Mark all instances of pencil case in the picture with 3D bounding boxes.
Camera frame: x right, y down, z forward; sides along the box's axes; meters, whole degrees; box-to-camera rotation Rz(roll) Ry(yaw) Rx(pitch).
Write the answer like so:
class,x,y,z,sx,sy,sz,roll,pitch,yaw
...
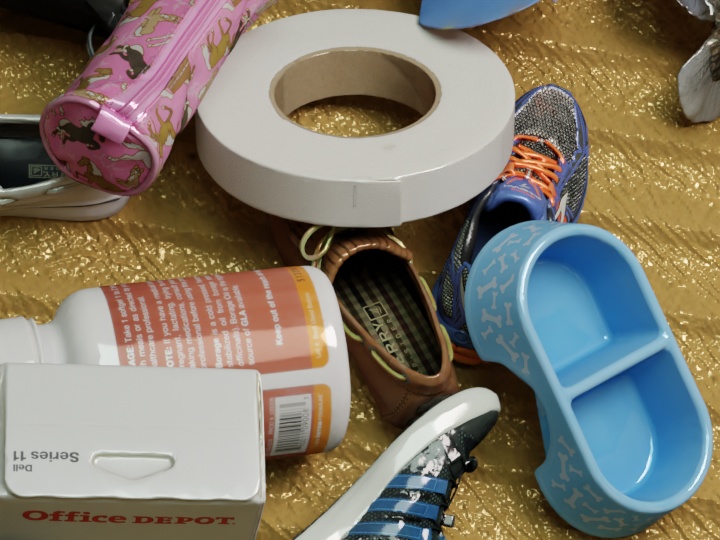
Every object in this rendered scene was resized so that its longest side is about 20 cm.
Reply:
class,x,y,z,sx,sy,sz,roll,pitch,yaw
pencil case,-0.116,-0.132,1.716,0.083,0.087,0.200,14,51,24

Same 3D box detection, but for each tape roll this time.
class,x,y,z,sx,sy,sz,roll,pitch,yaw
tape roll,-0.003,-0.096,1.761,0.202,0.037,0.203,1,36,0

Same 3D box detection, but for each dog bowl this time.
class,x,y,z,sx,sy,sz,roll,pitch,yaw
dog bowl,0.141,0.061,1.696,0.111,0.050,0.200,-26,94,-29

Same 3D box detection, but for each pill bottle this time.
class,x,y,z,sx,sy,sz,roll,pitch,yaw
pill bottle,-0.114,0.061,1.658,0.200,0.112,0.112,-5,62,-13

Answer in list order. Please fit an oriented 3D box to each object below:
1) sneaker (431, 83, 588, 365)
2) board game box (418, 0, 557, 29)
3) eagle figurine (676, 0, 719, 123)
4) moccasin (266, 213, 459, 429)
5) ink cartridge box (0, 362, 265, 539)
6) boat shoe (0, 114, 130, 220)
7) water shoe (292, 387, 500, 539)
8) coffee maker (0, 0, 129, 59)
class,x,y,z,sx,sy,sz,roll,pitch,yaw
sneaker,0.101,-0.037,1.770,0.075,0.078,0.200,19,60,0
board game box,0.119,-0.211,1.836,0.039,0.158,0.200,52,28,-29
eagle figurine,0.260,-0.207,1.854,0.151,0.152,0.200,-12,59,-10
moccasin,-0.002,0.000,1.729,0.074,0.078,0.202,-15,60,-15
ink cartridge box,-0.133,0.131,1.564,0.146,0.200,0.083,2,61,-9
boat shoe,-0.234,-0.064,1.733,0.200,0.066,0.072,2,61,-9
water shoe,0.023,0.155,1.660,0.079,0.072,0.200,43,73,11
coffee maker,-0.237,-0.209,1.774,0.200,0.135,0.192,11,61,-3
